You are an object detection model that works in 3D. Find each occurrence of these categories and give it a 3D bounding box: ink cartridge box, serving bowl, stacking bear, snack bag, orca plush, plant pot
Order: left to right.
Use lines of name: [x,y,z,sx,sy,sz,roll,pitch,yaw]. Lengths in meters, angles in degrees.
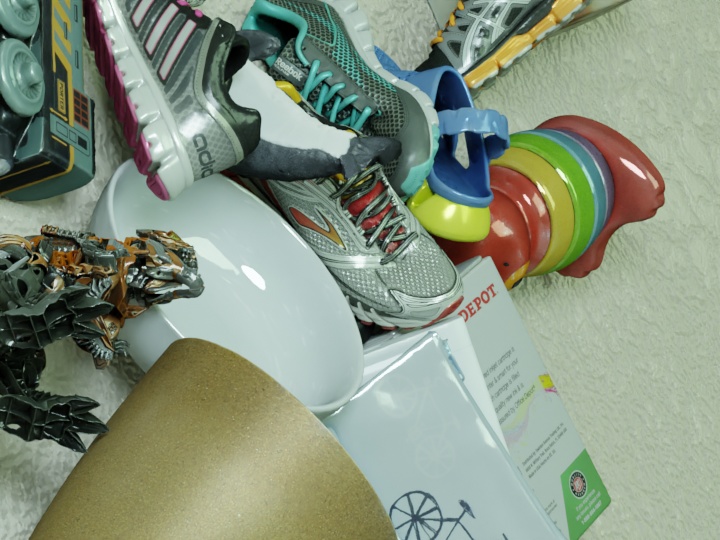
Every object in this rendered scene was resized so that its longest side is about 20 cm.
plant pot: [-0.111,0.171,1.384,0.200,0.186,0.187,-42,108,-24]
serving bowl: [-0.092,0.025,1.546,0.200,0.066,0.201,34,28,-21]
orca plush: [-0.066,-0.091,1.598,0.071,0.199,0.106,77,31,-53]
snack bag: [0.022,0.169,1.586,0.199,0.021,0.189,-36,103,-13]
ink cartridge box: [0.070,0.113,1.720,0.145,0.084,0.201,-38,103,-52]
stacking bear: [0.115,-0.039,1.836,0.114,0.121,0.200,51,35,8]

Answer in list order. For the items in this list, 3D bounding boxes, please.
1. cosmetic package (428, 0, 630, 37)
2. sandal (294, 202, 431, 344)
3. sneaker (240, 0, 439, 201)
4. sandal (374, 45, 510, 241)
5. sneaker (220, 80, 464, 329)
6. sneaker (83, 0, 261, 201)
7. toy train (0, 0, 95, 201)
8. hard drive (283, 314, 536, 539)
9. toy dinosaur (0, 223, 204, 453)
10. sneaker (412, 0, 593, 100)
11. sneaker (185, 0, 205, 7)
cosmetic package: [0.139,-0.235,1.984,0.200,0.087,0.104,-28,94,-54]
sandal: [-0.001,0.000,1.711,0.201,0.075,0.048,-56,154,-49]
sneaker: [-0.020,-0.119,1.700,0.091,0.078,0.200,9,32,-38]
sandal: [0.047,-0.106,1.745,0.079,0.087,0.200,6,31,-38]
sneaker: [-0.012,-0.041,1.630,0.200,0.082,0.078,42,56,11]
sneaker: [-0.115,-0.139,1.544,0.087,0.074,0.201,-16,66,-14]
toy train: [-0.209,-0.137,1.494,0.114,0.085,0.201,37,42,-55]
hard drive: [0.036,0.146,1.624,0.027,0.131,0.201,-164,-126,-79]
toy dinosaur: [-0.184,0.025,1.394,0.136,0.199,0.103,-117,-175,-52]
sneaker: [0.095,-0.184,1.849,0.077,0.200,0.078,50,-6,0]
sneaker: [-0.144,-0.255,1.654,0.088,0.076,0.202,2,76,-66]
